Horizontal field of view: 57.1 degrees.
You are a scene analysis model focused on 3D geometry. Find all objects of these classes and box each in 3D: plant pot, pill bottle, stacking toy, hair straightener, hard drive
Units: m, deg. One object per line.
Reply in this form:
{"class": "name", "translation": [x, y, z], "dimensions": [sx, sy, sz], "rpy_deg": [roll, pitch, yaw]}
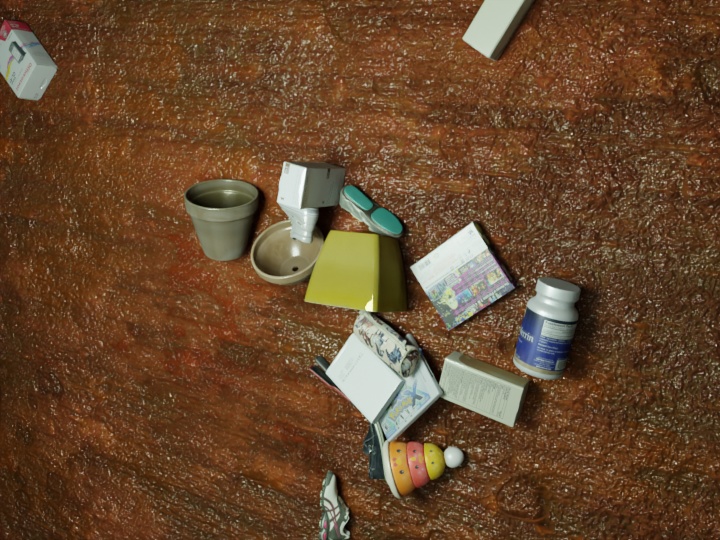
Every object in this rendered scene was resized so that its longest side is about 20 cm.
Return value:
{"class": "plant pot", "translation": [-0.376, -0.130, 1.805], "dimensions": [0.197, 0.200, 0.177], "rpy_deg": [18, 122, 24]}
{"class": "pill bottle", "translation": [0.414, 0.126, 1.459], "dimensions": [0.114, 0.115, 0.204], "rpy_deg": [17, 105, 24]}
{"class": "plant pot", "translation": [0.000, 0.000, 1.623], "dimensions": [0.196, 0.199, 0.180], "rpy_deg": [6, 90, 26]}
{"class": "plant pot", "translation": [-0.181, -0.031, 1.737], "dimensions": [0.198, 0.203, 0.093], "rpy_deg": [15, 147, 24]}
{"class": "stacking toy", "translation": [0.163, 0.478, 1.663], "dimensions": [0.196, 0.146, 0.149], "rpy_deg": [-17, 91, 10]}
{"class": "hair straightener", "translation": [-0.050, 0.295, 1.770], "dimensions": [0.199, 0.041, 0.078], "rpy_deg": [41, 114, 22]}
{"class": "hard drive", "translation": [0.009, 0.273, 1.695], "dimensions": [0.200, 0.027, 0.133], "rpy_deg": [41, 99, 37]}

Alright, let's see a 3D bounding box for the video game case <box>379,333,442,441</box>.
{"class": "video game case", "translation": [0.100, 0.293, 1.660], "dimensions": [0.201, 0.022, 0.184], "rpy_deg": [-49, 48, 26]}

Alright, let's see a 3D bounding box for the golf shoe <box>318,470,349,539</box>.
{"class": "golf shoe", "translation": [-0.070, 0.651, 1.836], "dimensions": [0.086, 0.077, 0.204], "rpy_deg": [3, 103, 7]}

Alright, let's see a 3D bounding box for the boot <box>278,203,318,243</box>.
{"class": "boot", "translation": [-0.168, -0.128, 1.702], "dimensions": [0.199, 0.072, 0.098], "rpy_deg": [30, 111, 63]}

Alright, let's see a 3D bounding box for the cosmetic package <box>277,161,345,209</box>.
{"class": "cosmetic package", "translation": [-0.118, -0.212, 1.634], "dimensions": [0.073, 0.199, 0.104], "rpy_deg": [17, 106, 22]}

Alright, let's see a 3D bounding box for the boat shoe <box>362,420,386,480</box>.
{"class": "boat shoe", "translation": [0.034, 0.456, 1.733], "dimensions": [0.061, 0.075, 0.204], "rpy_deg": [-9, 99, -1]}

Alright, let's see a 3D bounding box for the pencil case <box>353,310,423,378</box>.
{"class": "pencil case", "translation": [0.064, 0.175, 1.642], "dimensions": [0.199, 0.077, 0.091], "rpy_deg": [37, 135, 38]}

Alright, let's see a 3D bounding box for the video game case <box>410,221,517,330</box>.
{"class": "video game case", "translation": [0.242, 0.014, 1.575], "dimensions": [0.199, 0.036, 0.183], "rpy_deg": [-37, 81, 28]}

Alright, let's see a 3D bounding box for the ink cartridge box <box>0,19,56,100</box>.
{"class": "ink cartridge box", "translation": [-1.091, -0.677, 2.136], "dimensions": [0.148, 0.085, 0.201], "rpy_deg": [-44, 76, 26]}

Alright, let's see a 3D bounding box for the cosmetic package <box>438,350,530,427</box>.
{"class": "cosmetic package", "translation": [0.291, 0.278, 1.573], "dimensions": [0.197, 0.071, 0.107], "rpy_deg": [21, 108, 23]}

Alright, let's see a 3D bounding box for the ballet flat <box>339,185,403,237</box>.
{"class": "ballet flat", "translation": [0.026, -0.136, 1.659], "dimensions": [0.199, 0.067, 0.064], "rpy_deg": [41, 141, 17]}

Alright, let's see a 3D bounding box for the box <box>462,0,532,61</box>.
{"class": "box", "translation": [0.311, -0.564, 1.425], "dimensions": [0.082, 0.068, 0.202], "rpy_deg": [41, 115, 16]}
